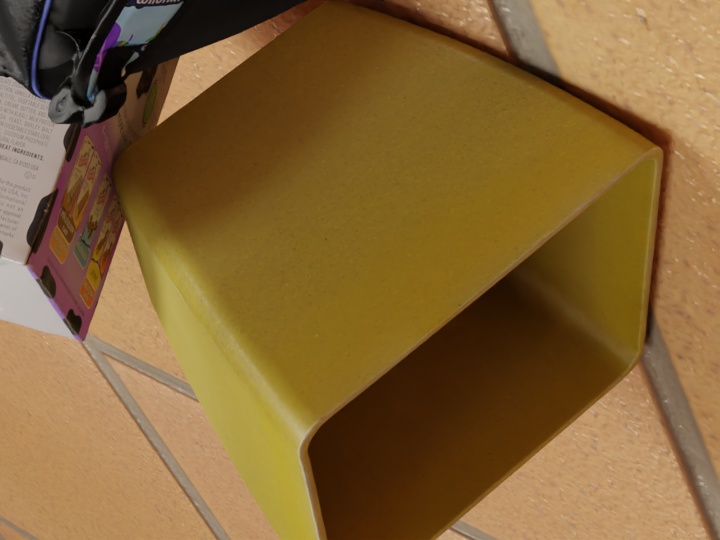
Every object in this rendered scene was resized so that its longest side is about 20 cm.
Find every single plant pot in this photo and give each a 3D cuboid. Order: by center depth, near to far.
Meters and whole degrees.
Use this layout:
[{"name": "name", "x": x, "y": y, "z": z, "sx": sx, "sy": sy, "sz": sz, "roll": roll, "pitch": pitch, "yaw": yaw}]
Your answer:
[{"name": "plant pot", "x": 0.000, "y": 0.000, "z": 0.965, "sx": 0.176, "sy": 0.200, "sz": 0.200, "roll": 44, "pitch": 162, "yaw": 24}]

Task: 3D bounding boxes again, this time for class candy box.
[{"name": "candy box", "x": -0.134, "y": -0.085, "z": 0.944, "sx": 0.071, "sy": 0.200, "sz": 0.168, "roll": 16, "pitch": 167, "yaw": 4}]

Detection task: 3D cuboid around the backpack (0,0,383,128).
[{"name": "backpack", "x": -0.059, "y": -0.173, "z": 0.736, "sx": 0.135, "sy": 0.182, "sz": 0.200, "roll": 51, "pitch": 149, "yaw": 21}]
